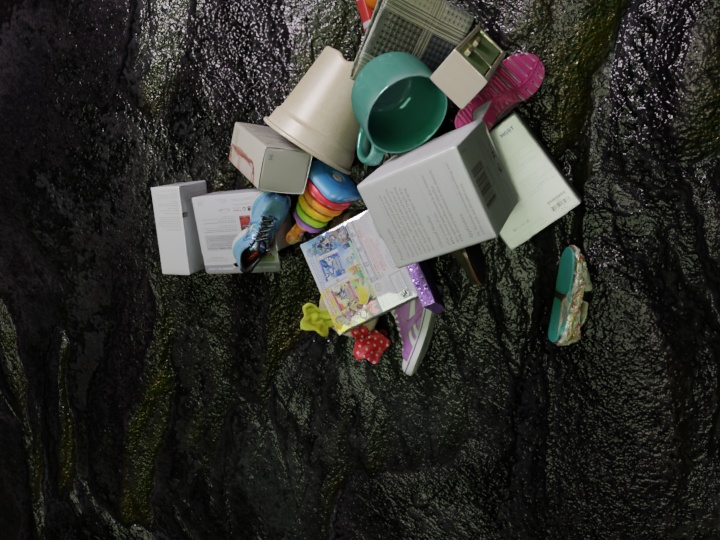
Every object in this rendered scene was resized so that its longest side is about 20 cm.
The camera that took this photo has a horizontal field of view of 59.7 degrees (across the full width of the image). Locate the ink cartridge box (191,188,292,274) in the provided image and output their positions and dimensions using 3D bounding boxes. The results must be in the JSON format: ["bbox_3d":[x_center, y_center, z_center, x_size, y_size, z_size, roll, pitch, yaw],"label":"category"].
[{"bbox_3d":[-0.256,-0.088,1.393,0.198,0.084,0.177,-1,104,22],"label":"ink cartridge box"}]

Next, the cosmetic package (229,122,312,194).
[{"bbox_3d":[-0.185,-0.228,1.265,0.200,0.103,0.088,44,124,54],"label":"cosmetic package"}]

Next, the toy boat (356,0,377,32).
[{"bbox_3d":[0.047,-0.498,1.148,0.130,0.131,0.201,-15,97,23],"label":"toy boat"}]

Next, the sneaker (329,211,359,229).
[{"bbox_3d":[-0.002,-0.024,1.330,0.075,0.070,0.201,-15,95,44],"label":"sneaker"}]

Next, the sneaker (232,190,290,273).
[{"bbox_3d":[-0.194,-0.073,1.267,0.078,0.090,0.201,16,124,-26],"label":"sneaker"}]

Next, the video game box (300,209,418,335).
[{"bbox_3d":[0.000,0.000,1.244,0.181,0.047,0.201,-26,79,11],"label":"video game box"}]

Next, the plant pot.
[{"bbox_3d":[-0.057,-0.318,1.214,0.200,0.200,0.184,35,102,10],"label":"plant pot"}]

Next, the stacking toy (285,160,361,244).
[{"bbox_3d":[-0.100,-0.123,1.311,0.110,0.116,0.200,51,123,17],"label":"stacking toy"}]

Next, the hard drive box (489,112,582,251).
[{"bbox_3d":[0.287,-0.165,1.166,0.156,0.077,0.201,-36,89,24],"label":"hard drive box"}]

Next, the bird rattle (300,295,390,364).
[{"bbox_3d":[-0.024,0.100,1.318,0.199,0.113,0.164,28,129,17],"label":"bird rattle"}]

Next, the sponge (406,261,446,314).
[{"bbox_3d":[0.108,-0.014,1.222,0.030,0.111,0.201,-26,73,13],"label":"sponge"}]

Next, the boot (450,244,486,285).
[{"bbox_3d":[0.174,-0.052,1.249,0.097,0.075,0.201,-27,84,35],"label":"boot"}]

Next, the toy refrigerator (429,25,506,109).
[{"bbox_3d":[0.190,-0.353,1.073,0.076,0.200,0.070,43,127,-6],"label":"toy refrigerator"}]

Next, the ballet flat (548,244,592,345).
[{"bbox_3d":[0.402,0.048,1.188,0.063,0.076,0.202,1,110,-11],"label":"ballet flat"}]

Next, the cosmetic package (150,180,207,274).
[{"bbox_3d":[-0.402,-0.097,1.433,0.081,0.113,0.202,-1,104,21],"label":"cosmetic package"}]

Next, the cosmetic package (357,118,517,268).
[{"bbox_3d":[0.137,-0.133,1.092,0.199,0.166,0.168,-17,109,34],"label":"cosmetic package"}]

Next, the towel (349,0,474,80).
[{"bbox_3d":[0.091,-0.409,1.138,0.035,0.199,0.193,51,122,45],"label":"towel"}]

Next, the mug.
[{"bbox_3d":[0.047,-0.292,1.099,0.184,0.152,0.115,-31,51,6],"label":"mug"}]

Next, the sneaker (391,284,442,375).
[{"bbox_3d":[0.095,0.112,1.316,0.114,0.073,0.202,16,97,18],"label":"sneaker"}]

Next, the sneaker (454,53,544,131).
[{"bbox_3d":[0.245,-0.316,1.145,0.200,0.088,0.081,-40,96,2],"label":"sneaker"}]
